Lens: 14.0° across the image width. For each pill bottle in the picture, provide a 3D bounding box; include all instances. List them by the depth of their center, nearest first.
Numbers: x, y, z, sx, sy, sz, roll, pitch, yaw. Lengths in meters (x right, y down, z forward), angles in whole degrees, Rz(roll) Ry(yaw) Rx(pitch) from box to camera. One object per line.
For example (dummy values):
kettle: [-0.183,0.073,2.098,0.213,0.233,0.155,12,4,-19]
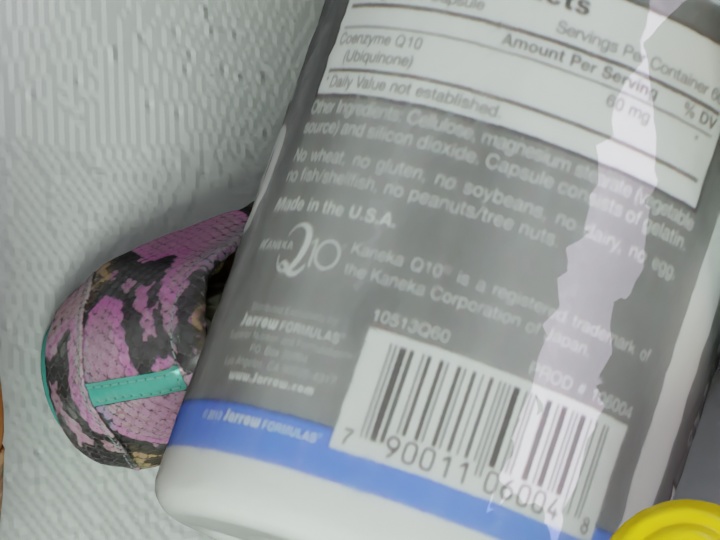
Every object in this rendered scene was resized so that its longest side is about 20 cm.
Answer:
pill bottle: [0.037,-0.021,0.673,0.114,0.113,0.201,32,74,-48]

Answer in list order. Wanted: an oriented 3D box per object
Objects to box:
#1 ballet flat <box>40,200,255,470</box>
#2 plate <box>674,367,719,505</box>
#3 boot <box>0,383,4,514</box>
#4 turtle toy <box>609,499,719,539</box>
ballet flat: [0.000,0.000,0.773,0.200,0.071,0.069,-29,110,-50]
plate: [0.148,0.061,0.871,0.199,0.032,0.200,2,126,-53]
boot: [-0.143,0.020,0.583,0.200,0.073,0.155,-10,99,-65]
turtle toy: [0.048,0.146,0.602,0.200,0.101,0.146,-41,156,-8]
